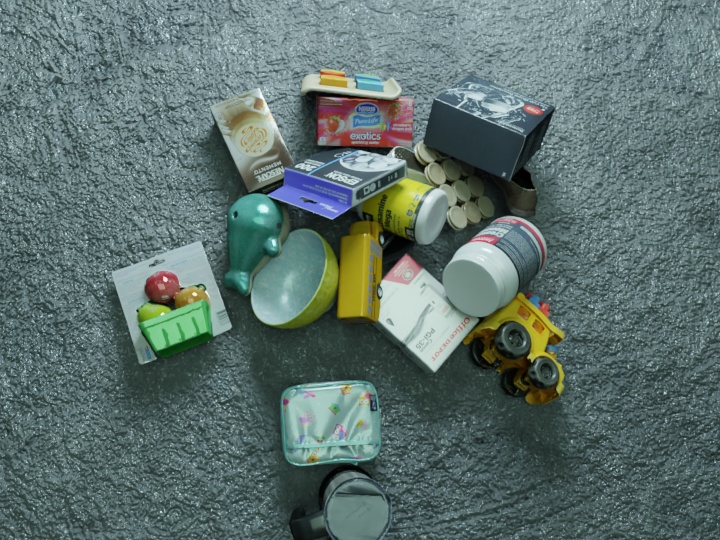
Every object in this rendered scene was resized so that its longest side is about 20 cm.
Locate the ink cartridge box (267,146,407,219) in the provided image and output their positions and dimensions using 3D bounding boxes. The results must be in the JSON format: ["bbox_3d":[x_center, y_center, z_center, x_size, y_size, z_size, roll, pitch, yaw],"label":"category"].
[{"bbox_3d":[-0.048,-0.175,1.210,0.200,0.198,0.044,-33,129,-33],"label":"ink cartridge box"}]

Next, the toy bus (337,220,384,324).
[{"bbox_3d":[0.000,0.000,1.212,0.065,0.078,0.201,-6,71,25],"label":"toy bus"}]

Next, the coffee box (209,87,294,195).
[{"bbox_3d":[-0.216,-0.256,1.311,0.114,0.080,0.201,-25,83,-10],"label":"coffee box"}]

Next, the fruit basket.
[{"bbox_3d":[-0.368,0.061,1.241,0.185,0.094,0.200,-22,67,-10],"label":"fruit basket"}]

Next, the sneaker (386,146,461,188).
[{"bbox_3d":[0.131,-0.195,1.352,0.200,0.085,0.073,24,57,-22],"label":"sneaker"}]

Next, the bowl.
[{"bbox_3d":[-0.108,0.032,1.241,0.108,0.200,0.201,34,73,-43],"label":"bowl"}]

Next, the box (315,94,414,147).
[{"bbox_3d":[0.006,-0.312,1.323,0.199,0.096,0.100,1,107,-6],"label":"box"}]

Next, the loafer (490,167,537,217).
[{"bbox_3d":[0.329,-0.194,1.325,0.073,0.071,0.200,0,43,-13],"label":"loafer"}]

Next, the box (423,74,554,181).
[{"bbox_3d":[0.262,-0.295,1.292,0.200,0.104,0.182,27,43,18],"label":"box"}]

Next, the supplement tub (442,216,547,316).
[{"bbox_3d":[0.265,-0.010,1.251,0.140,0.140,0.200,51,49,5],"label":"supplement tub"}]

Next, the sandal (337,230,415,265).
[{"bbox_3d":[0.028,-0.040,1.294,0.200,0.076,0.043,-27,122,-10],"label":"sandal"}]

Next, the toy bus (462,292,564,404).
[{"bbox_3d":[0.339,0.141,1.281,0.200,0.136,0.192,44,62,1],"label":"toy bus"}]

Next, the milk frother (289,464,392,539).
[{"bbox_3d":[-0.014,0.472,1.135,0.180,0.188,0.200,-35,85,-11],"label":"milk frother"}]

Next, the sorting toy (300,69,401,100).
[{"bbox_3d":[-0.022,-0.388,1.315,0.199,0.185,0.037,1,114,-4],"label":"sorting toy"}]

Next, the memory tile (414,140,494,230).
[{"bbox_3d":[0.198,-0.187,1.334,0.153,0.017,0.201,-24,88,-42],"label":"memory tile"}]

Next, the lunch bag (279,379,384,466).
[{"bbox_3d":[-0.054,0.295,1.222,0.199,0.077,0.161,-2,79,-7],"label":"lunch bag"}]

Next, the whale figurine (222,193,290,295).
[{"bbox_3d":[-0.222,-0.056,1.240,0.159,0.104,0.201,19,84,41],"label":"whale figurine"}]

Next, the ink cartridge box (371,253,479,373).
[{"bbox_3d":[0.116,0.088,1.277,0.200,0.083,0.147,42,79,3],"label":"ink cartridge box"}]

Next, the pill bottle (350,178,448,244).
[{"bbox_3d":[0.066,-0.134,1.276,0.200,0.112,0.113,23,76,26],"label":"pill bottle"}]
